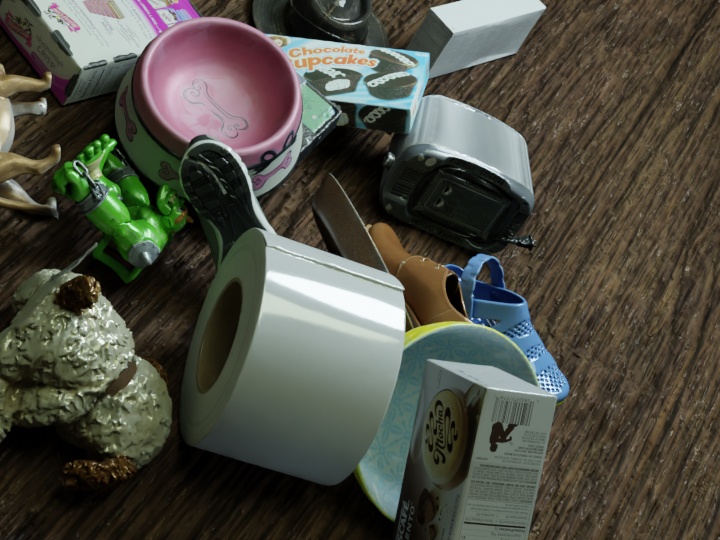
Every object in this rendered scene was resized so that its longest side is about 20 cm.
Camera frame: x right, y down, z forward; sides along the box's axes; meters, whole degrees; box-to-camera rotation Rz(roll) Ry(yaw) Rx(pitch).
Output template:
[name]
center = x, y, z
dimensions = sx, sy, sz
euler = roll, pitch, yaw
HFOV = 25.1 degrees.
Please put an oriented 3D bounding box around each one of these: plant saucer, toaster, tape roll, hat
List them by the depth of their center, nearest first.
[tape roll]
center = -0.064, 0.078, 1.446
dimensions = 0.138, 0.203, 0.204
euler = 18, 43, -18
[plant saucer]
center = 0.000, 0.000, 1.607
dimensions = 0.034, 0.201, 0.201
euler = -27, 64, -5
[toaster]
center = 0.117, -0.110, 1.819
dimensions = 0.198, 0.114, 0.130
euler = 22, 40, -14
[hat]
center = -0.031, -0.313, 1.932
dimensions = 0.199, 0.081, 0.202
euler = 19, 42, -18

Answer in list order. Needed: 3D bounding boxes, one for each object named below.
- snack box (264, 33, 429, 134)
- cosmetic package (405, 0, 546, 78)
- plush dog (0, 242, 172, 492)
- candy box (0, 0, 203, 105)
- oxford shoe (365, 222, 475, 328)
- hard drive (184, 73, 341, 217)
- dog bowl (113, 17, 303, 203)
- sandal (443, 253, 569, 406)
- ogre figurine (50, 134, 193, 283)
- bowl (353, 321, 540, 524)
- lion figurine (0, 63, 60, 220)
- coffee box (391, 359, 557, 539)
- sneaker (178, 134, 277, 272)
[snack box]
center = -0.030, -0.210, 1.806
dimensions = 0.198, 0.037, 0.117
euler = 8, 40, 9
[cosmetic package]
center = 0.145, -0.304, 2.047
dimensions = 0.199, 0.083, 0.051
euler = -22, 66, -46
[plush dog]
center = -0.227, 0.093, 1.379
dimensions = 0.172, 0.160, 0.201
euler = 51, 36, -19
[candy box]
center = -0.271, -0.263, 1.731
dimensions = 0.199, 0.061, 0.137
euler = -22, 66, -46
[oxford shoe]
center = 0.065, 0.013, 1.679
dimensions = 0.071, 0.071, 0.201
euler = 27, 23, -50
[hard drive]
center = -0.132, -0.144, 1.693
dimensions = 0.139, 0.038, 0.200
euler = 39, 59, 6
[dog bowl]
center = -0.147, -0.169, 1.638
dimensions = 0.198, 0.074, 0.202
euler = 8, 60, -14
[sandal]
center = 0.149, 0.061, 1.701
dimensions = 0.200, 0.087, 0.079
euler = 48, 40, 11
[ogre figurine]
center = -0.228, -0.060, 1.530
dimensions = 0.098, 0.200, 0.120
euler = -41, 96, -14
[bowl]
center = 0.062, 0.138, 1.531
dimensions = 0.198, 0.202, 0.107
euler = 10, 5, -28
[lion figurine]
center = -0.355, -0.131, 1.543
dimensions = 0.121, 0.073, 0.201
euler = -2, 57, -22
[coffee box]
center = 0.096, 0.192, 1.434
dimensions = 0.079, 0.202, 0.113
euler = 8, 7, -26
[sneaker]
center = -0.119, -0.042, 1.562
dimensions = 0.073, 0.202, 0.079
euler = -19, 24, -2
